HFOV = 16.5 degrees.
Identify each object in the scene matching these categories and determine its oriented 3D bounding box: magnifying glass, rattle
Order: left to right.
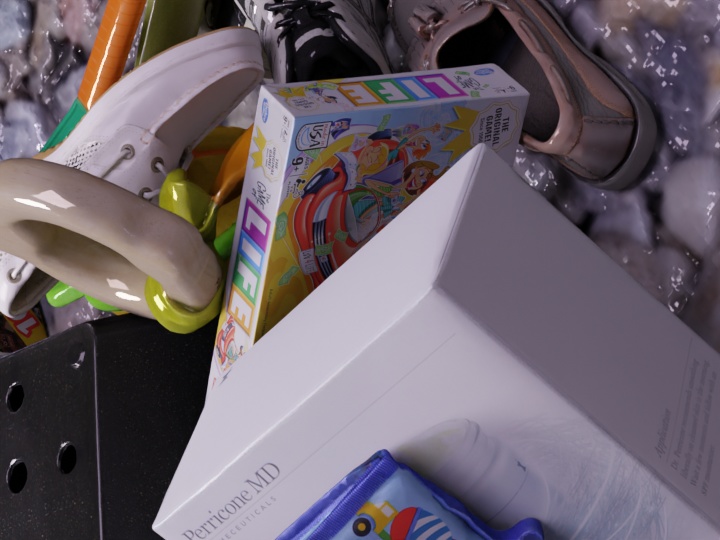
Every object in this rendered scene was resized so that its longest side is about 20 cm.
[{"bbox_3d":[-0.143,-0.062,1.227,0.199,0.130,0.143,20,89,22],"label":"rattle"},{"bbox_3d":[-0.169,-0.083,1.523,0.080,0.022,0.201,51,130,46],"label":"magnifying glass"}]

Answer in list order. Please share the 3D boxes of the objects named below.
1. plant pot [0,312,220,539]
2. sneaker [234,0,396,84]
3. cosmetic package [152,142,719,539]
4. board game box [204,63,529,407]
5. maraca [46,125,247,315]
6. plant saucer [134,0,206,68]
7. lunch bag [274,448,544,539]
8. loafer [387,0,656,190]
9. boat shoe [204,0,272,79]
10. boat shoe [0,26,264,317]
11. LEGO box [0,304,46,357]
[{"bbox_3d":[-0.113,0.119,1.324,0.200,0.177,0.200,-22,65,44],"label":"plant pot"},{"bbox_3d":[-0.020,-0.129,1.304,0.075,0.088,0.201,-27,87,3],"label":"sneaker"},{"bbox_3d":[0.052,0.090,1.113,0.199,0.200,0.123,-42,14,33],"label":"cosmetic package"},{"bbox_3d":[0.000,0.000,1.217,0.034,0.134,0.201,44,133,44],"label":"board game box"},{"bbox_3d":[-0.105,-0.022,1.399,0.200,0.137,0.107,-7,120,56],"label":"maraca"},{"bbox_3d":[-0.098,-0.191,1.429,0.200,0.031,0.201,-168,90,-83],"label":"plant saucer"},{"bbox_3d":[0.010,0.177,1.061,0.200,0.150,0.094,-46,8,15],"label":"lunch bag"},{"bbox_3d":[0.069,-0.107,1.264,0.200,0.063,0.072,41,111,44],"label":"loafer"},{"bbox_3d":[-0.030,-0.209,1.390,0.068,0.072,0.201,46,117,42],"label":"boat shoe"},{"bbox_3d":[-0.120,-0.047,1.297,0.200,0.071,0.069,-38,69,16],"label":"boat shoe"},{"bbox_3d":[-0.262,0.077,1.514,0.077,0.149,0.201,-42,53,32],"label":"LEGO box"}]
